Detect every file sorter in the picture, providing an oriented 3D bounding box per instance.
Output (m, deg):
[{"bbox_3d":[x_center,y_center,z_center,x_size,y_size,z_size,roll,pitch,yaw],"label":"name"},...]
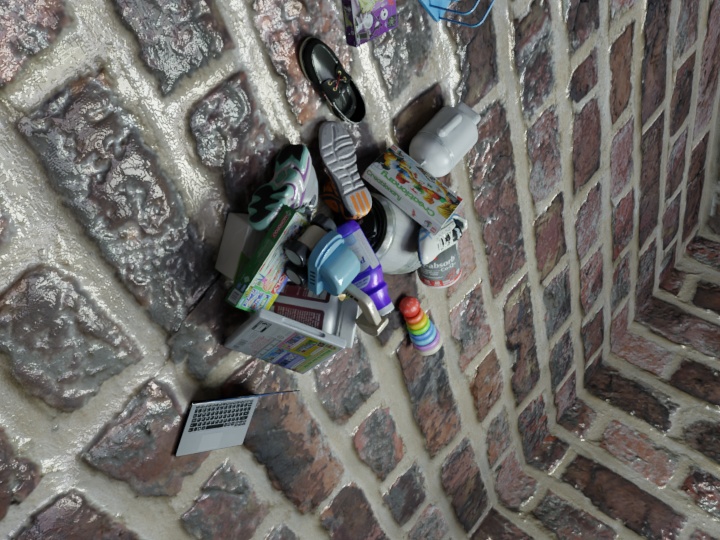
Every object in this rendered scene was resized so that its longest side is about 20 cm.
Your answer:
[{"bbox_3d":[0.182,-0.595,1.424,0.200,0.122,0.139,28,91,-55],"label":"file sorter"}]

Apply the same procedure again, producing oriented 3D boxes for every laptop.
[{"bbox_3d":[-0.256,0.317,1.505,0.187,0.116,0.201,6,109,-51],"label":"laptop"}]

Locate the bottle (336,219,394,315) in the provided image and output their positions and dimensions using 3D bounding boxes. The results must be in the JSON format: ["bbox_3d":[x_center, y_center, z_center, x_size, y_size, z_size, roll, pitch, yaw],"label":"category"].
[{"bbox_3d":[0.000,0.000,1.453,0.201,0.083,0.065,61,24,-6],"label":"bottle"}]

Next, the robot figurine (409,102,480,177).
[{"bbox_3d":[0.188,-0.292,1.642,0.200,0.113,0.170,-48,166,-19],"label":"robot figurine"}]

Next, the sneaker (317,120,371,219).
[{"bbox_3d":[-0.053,-0.194,1.449,0.077,0.112,0.201,-20,95,-27],"label":"sneaker"}]

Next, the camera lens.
[{"bbox_3d":[0.046,-0.078,1.572,0.200,0.160,0.161,12,104,-53],"label":"camera lens"}]

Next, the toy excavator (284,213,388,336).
[{"bbox_3d":[-0.035,0.022,1.337,0.100,0.200,0.195,-47,161,-27],"label":"toy excavator"}]

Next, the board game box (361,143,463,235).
[{"bbox_3d":[0.113,-0.175,1.542,0.126,0.200,0.035,-49,177,-46],"label":"board game box"}]

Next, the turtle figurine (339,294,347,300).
[{"bbox_3d":[-0.051,0.059,1.544,0.160,0.064,0.201,-2,104,-12],"label":"turtle figurine"}]

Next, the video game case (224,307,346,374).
[{"bbox_3d":[-0.151,0.142,1.413,0.181,0.200,0.022,23,58,-20],"label":"video game case"}]

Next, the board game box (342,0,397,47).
[{"bbox_3d":[0.014,-0.534,1.343,0.120,0.032,0.201,-41,140,-32],"label":"board game box"}]

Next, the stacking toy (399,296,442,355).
[{"bbox_3d":[0.155,0.139,1.927,0.085,0.085,0.200,-46,136,-20],"label":"stacking toy"}]

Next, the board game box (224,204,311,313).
[{"bbox_3d":[-0.158,-0.014,1.328,0.200,0.029,0.135,-58,161,-1],"label":"board game box"}]

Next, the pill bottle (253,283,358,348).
[{"bbox_3d":[-0.107,0.091,1.446,0.114,0.199,0.115,11,90,-88],"label":"pill bottle"}]

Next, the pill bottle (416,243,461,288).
[{"bbox_3d":[0.185,-0.060,1.791,0.116,0.116,0.200,-43,140,-23],"label":"pill bottle"}]

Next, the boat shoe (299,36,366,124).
[{"bbox_3d":[-0.047,-0.356,1.357,0.074,0.063,0.202,-50,142,-11],"label":"boat shoe"}]

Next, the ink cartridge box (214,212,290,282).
[{"bbox_3d":[-0.175,-0.043,1.403,0.200,0.067,0.118,1,112,-50],"label":"ink cartridge box"}]

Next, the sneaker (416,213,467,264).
[{"bbox_3d":[0.174,-0.074,1.554,0.200,0.072,0.072,-46,128,-51],"label":"sneaker"}]

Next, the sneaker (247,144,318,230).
[{"bbox_3d":[-0.128,-0.124,1.361,0.200,0.077,0.140,-62,145,-28],"label":"sneaker"}]

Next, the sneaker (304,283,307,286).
[{"bbox_3d":[-0.058,0.063,1.604,0.199,0.085,0.073,-7,120,-45],"label":"sneaker"}]
